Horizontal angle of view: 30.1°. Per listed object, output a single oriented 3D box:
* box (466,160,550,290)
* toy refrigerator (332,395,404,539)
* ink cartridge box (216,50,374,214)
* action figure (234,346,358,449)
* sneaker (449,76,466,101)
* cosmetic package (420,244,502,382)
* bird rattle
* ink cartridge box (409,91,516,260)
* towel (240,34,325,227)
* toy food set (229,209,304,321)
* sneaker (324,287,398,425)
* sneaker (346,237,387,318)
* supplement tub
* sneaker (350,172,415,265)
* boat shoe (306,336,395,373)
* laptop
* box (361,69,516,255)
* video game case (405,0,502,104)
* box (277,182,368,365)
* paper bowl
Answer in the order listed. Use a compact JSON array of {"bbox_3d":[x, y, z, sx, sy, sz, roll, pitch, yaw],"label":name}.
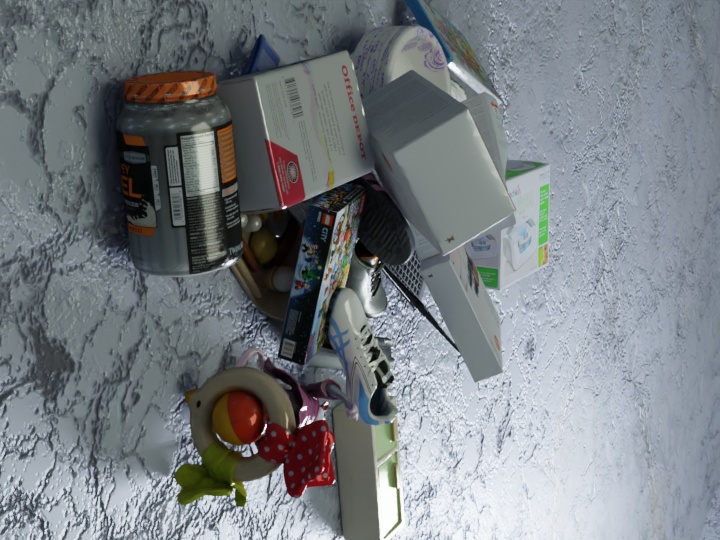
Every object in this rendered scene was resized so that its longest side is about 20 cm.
[{"bbox_3d":[0.228,-0.079,2.182,0.200,0.096,0.178,-21,115,-57],"label":"box"},{"bbox_3d":[0.015,0.280,1.886,0.076,0.070,0.202,-29,119,-55],"label":"toy refrigerator"},{"bbox_3d":[-0.079,-0.157,1.512,0.200,0.085,0.149,-27,108,-56],"label":"ink cartridge box"},{"bbox_3d":[-0.093,0.181,1.683,0.134,0.149,0.200,-52,170,9],"label":"action figure"},{"bbox_3d":[0.119,-0.216,1.991,0.087,0.074,0.200,-60,142,-29],"label":"sneaker"},{"bbox_3d":[0.148,0.039,1.944,0.151,0.051,0.201,-79,146,-60],"label":"cosmetic package"},{"bbox_3d":[-0.126,0.190,1.513,0.112,0.199,0.164,-13,82,-60],"label":"bird rattle"},{"bbox_3d":[0.137,-0.129,1.880,0.050,0.161,0.201,14,60,-59],"label":"ink cartridge box"},{"bbox_3d":[-0.087,-0.163,1.597,0.200,0.024,0.148,49,49,-43],"label":"towel"},{"bbox_3d":[-0.104,-0.054,1.627,0.144,0.060,0.200,-64,145,-31],"label":"toy food set"},{"bbox_3d":[0.006,0.108,1.694,0.072,0.072,0.201,-50,135,-47],"label":"sneaker"},{"bbox_3d":[0.000,0.000,1.805,0.201,0.079,0.074,61,42,-47],"label":"sneaker"},{"bbox_3d":[-0.190,-0.103,1.404,0.122,0.122,0.202,-27,118,-56],"label":"supplement tub"},{"bbox_3d":[0.012,-0.094,1.724,0.200,0.070,0.082,52,28,11],"label":"sneaker"},{"bbox_3d":[-0.018,0.104,1.801,0.200,0.075,0.061,26,63,-61],"label":"boat shoe"},{"bbox_3d":[0.101,-0.003,1.945,0.187,0.115,0.201,50,52,-53],"label":"laptop"},{"bbox_3d":[0.082,-0.135,1.629,0.106,0.200,0.153,-31,118,-4],"label":"box"},{"bbox_3d":[0.136,-0.328,1.967,0.200,0.018,0.144,24,36,-60],"label":"video game case"},{"bbox_3d":[-0.046,0.001,1.647,0.137,0.037,0.201,-45,150,-67],"label":"box"},{"bbox_3d":[0.037,-0.229,1.807,0.200,0.104,0.202,-16,108,-58],"label":"paper bowl"}]
